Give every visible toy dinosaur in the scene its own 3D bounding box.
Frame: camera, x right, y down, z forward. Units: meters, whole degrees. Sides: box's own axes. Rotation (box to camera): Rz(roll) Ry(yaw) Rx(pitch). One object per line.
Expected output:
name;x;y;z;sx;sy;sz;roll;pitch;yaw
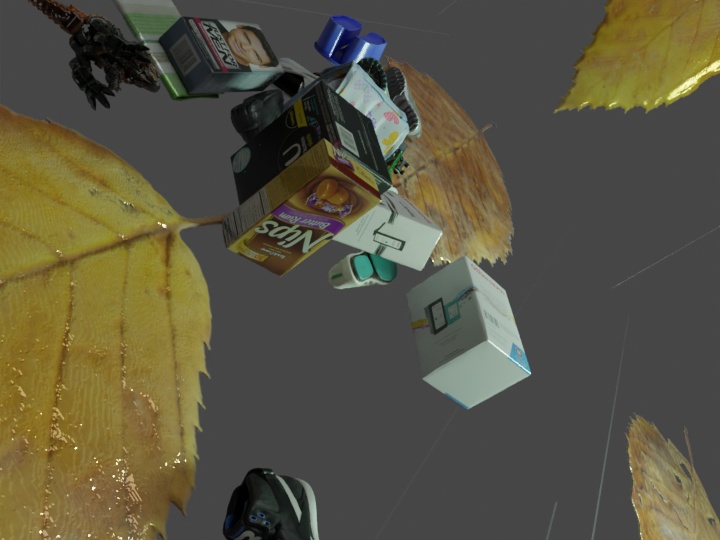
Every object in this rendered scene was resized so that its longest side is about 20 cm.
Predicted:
toy dinosaur;-0.343;-0.287;1.072;0.198;0.103;0.136;10;34;-36

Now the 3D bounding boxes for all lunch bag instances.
lunch bag;-0.034;-0.254;1.447;0.169;0.199;0.128;38;30;-33

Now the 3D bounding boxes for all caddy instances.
caddy;-0.026;-0.507;1.892;0.141;0.106;0.200;34;25;5

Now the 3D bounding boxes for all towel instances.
towel;-0.304;-0.352;1.275;0.201;0.031;0.149;60;26;0

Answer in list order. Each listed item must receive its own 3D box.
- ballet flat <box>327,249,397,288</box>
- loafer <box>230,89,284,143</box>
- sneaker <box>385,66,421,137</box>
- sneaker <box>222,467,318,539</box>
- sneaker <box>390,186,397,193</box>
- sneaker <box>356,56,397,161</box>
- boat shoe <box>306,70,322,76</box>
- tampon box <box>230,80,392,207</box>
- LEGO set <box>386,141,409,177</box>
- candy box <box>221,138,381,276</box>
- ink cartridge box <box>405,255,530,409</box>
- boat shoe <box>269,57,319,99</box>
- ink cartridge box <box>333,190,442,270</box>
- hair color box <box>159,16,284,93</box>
ballet flat;0.000;0.000;1.367;0.070;0.069;0.200;60;20;9
loafer;-0.166;-0.256;1.374;0.201;0.067;0.071;-70;144;-66
sneaker;0.102;-0.421;2.086;0.082;0.074;0.202;34;37;-67
sneaker;-0.088;0.299;0.842;0.111;0.073;0.201;29;28;-41
sneaker;0.014;-0.117;1.554;0.200;0.077;0.081;-25;101;-61
sneaker;0.032;-0.308;1.567;0.086;0.077;0.202;-104;-176;-69
boat shoe;-0.073;-0.380;1.680;0.199;0.072;0.073;13;49;-58
tampon box;-0.078;-0.148;1.234;0.126;0.199;0.151;29;34;-45
LEGO set;-0.008;-0.251;1.650;0.200;0.115;0.155;39;59;-26
candy box;-0.083;-0.082;1.143;0.116;0.199;0.057;29;35;-45
ink cartridge box;0.191;0.111;1.493;0.146;0.145;0.201;36;31;-36
boat shoe;-0.095;-0.329;1.527;0.198;0.074;0.065;26;35;17
ink cartridge box;0.018;-0.091;1.385;0.198;0.085;0.146;18;20;-34
hair color box;-0.215;-0.340;1.306;0.100;0.060;0.200;60;29;3
